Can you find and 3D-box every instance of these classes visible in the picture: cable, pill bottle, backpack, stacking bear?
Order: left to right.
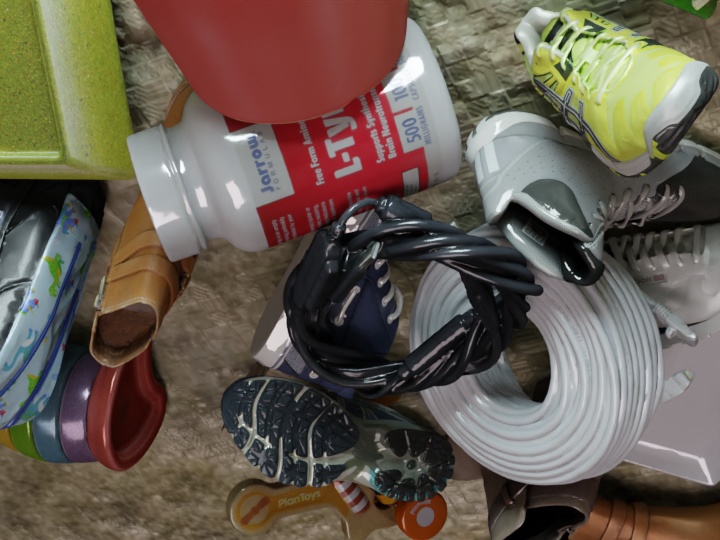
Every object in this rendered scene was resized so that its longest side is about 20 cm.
[{"bbox_3d":[-0.290,0.024,0.904,0.161,0.202,0.155,3,142,9],"label":"backpack"},{"bbox_3d":[-0.292,0.111,1.053,0.198,0.114,0.122,7,133,14],"label":"stacking bear"},{"bbox_3d":[-0.043,-0.080,0.759,0.198,0.113,0.113,-21,130,-5],"label":"pill bottle"},{"bbox_3d":[0.031,0.025,0.805,0.161,0.051,0.201,11,142,-12],"label":"cable"},{"bbox_3d":[0.123,0.062,0.862,0.200,0.069,0.201,47,131,22],"label":"cable"}]

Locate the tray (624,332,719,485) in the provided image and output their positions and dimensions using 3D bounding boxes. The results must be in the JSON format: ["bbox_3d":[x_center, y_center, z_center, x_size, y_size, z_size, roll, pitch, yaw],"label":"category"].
[{"bbox_3d":[0.280,0.098,0.956,0.106,0.022,0.201,15,133,-2],"label":"tray"}]

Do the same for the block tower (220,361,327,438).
[{"bbox_3d":[-0.056,0.086,1.005,0.057,0.054,0.201,26,132,-10],"label":"block tower"}]

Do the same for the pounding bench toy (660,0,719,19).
[{"bbox_3d":[0.194,-0.189,0.643,0.199,0.125,0.156,-29,120,34],"label":"pounding bench toy"}]

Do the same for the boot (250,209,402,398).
[{"bbox_3d":[0.000,0.000,0.881,0.090,0.073,0.201,24,114,-16],"label":"boot"}]

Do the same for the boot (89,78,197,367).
[{"bbox_3d":[-0.134,-0.033,0.843,0.073,0.156,0.201,22,133,-7],"label":"boot"}]

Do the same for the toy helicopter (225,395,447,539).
[{"bbox_3d":[-0.022,0.178,1.028,0.198,0.079,0.134,-11,106,-21],"label":"toy helicopter"}]

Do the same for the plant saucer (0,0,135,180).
[{"bbox_3d":[-0.267,-0.148,0.812,0.198,0.048,0.202,2,118,13],"label":"plant saucer"}]

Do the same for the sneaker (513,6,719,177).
[{"bbox_3d":[0.138,-0.111,0.687,0.076,0.200,0.076,35,95,-16],"label":"sneaker"}]

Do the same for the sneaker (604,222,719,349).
[{"bbox_3d":[0.218,0.005,0.851,0.199,0.077,0.081,-32,111,36],"label":"sneaker"}]

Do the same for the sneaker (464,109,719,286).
[{"bbox_3d":[0.166,-0.033,0.781,0.198,0.116,0.075,8,139,-11],"label":"sneaker"}]

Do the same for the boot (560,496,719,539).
[{"bbox_3d":[0.270,0.227,1.052,0.154,0.077,0.200,26,140,-6],"label":"boot"}]

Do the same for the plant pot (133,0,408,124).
[{"bbox_3d":[-0.054,-0.195,0.665,0.198,0.202,0.178,1,140,13],"label":"plant pot"}]

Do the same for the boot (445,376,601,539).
[{"bbox_3d":[0.125,0.175,0.978,0.070,0.147,0.200,30,132,-17],"label":"boot"}]

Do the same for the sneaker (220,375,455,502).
[{"bbox_3d":[-0.026,0.133,0.953,0.198,0.086,0.078,22,94,-21],"label":"sneaker"}]
